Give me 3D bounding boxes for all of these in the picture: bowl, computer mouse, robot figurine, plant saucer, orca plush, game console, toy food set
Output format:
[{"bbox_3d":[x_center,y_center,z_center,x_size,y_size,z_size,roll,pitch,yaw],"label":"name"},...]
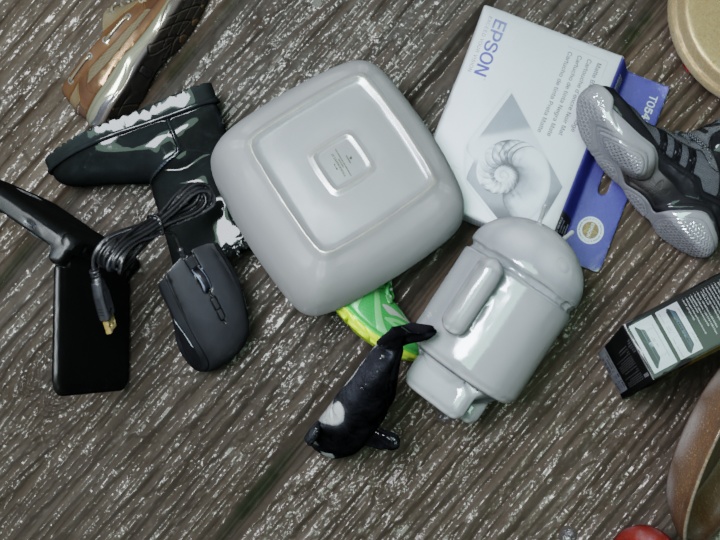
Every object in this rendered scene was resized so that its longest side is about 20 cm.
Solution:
[{"bbox_3d":[-0.019,-0.086,0.956,0.198,0.075,0.201,-31,79,-12],"label":"bowl"},{"bbox_3d":[-0.162,0.034,0.948,0.140,0.202,0.046,-33,43,-30],"label":"computer mouse"},{"bbox_3d":[0.123,0.037,0.948,0.112,0.169,0.201,35,92,24],"label":"robot figurine"},{"bbox_3d":[0.316,0.142,0.916,0.036,0.200,0.202,28,87,33],"label":"plant saucer"},{"bbox_3d":[0.018,0.122,0.945,0.071,0.105,0.201,40,125,7],"label":"orca plush"},{"bbox_3d":[-0.278,0.014,0.954,0.175,0.200,0.117,33,87,5],"label":"game console"},{"bbox_3d":[0.390,-0.248,1.008,0.197,0.049,0.201,7,86,5],"label":"toy food set"}]

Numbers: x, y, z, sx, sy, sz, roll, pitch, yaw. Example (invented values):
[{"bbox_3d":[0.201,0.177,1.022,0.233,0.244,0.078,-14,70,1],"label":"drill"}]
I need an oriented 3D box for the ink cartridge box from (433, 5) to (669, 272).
[{"bbox_3d":[0.173,-0.126,1.016,0.198,0.041,0.202,21,87,5],"label":"ink cartridge box"}]

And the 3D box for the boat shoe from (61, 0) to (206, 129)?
[{"bbox_3d":[-0.220,-0.233,1.035,0.071,0.076,0.201,36,87,8],"label":"boat shoe"}]

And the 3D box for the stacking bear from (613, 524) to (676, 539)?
[{"bbox_3d":[0.217,0.317,0.951,0.114,0.121,0.200,43,80,-1],"label":"stacking bear"}]

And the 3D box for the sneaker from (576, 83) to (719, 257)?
[{"bbox_3d":[0.288,-0.116,0.979,0.114,0.075,0.200,-45,107,-8],"label":"sneaker"}]

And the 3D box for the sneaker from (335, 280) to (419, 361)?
[{"bbox_3d":[0.000,0.000,1.001,0.083,0.074,0.201,-39,84,4],"label":"sneaker"}]

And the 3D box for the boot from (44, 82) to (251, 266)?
[{"bbox_3d":[-0.190,-0.072,1.025,0.196,0.073,0.164,-22,91,5],"label":"boot"}]

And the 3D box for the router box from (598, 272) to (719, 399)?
[{"bbox_3d":[0.294,0.046,0.915,0.156,0.200,0.053,-28,77,2],"label":"router box"}]
